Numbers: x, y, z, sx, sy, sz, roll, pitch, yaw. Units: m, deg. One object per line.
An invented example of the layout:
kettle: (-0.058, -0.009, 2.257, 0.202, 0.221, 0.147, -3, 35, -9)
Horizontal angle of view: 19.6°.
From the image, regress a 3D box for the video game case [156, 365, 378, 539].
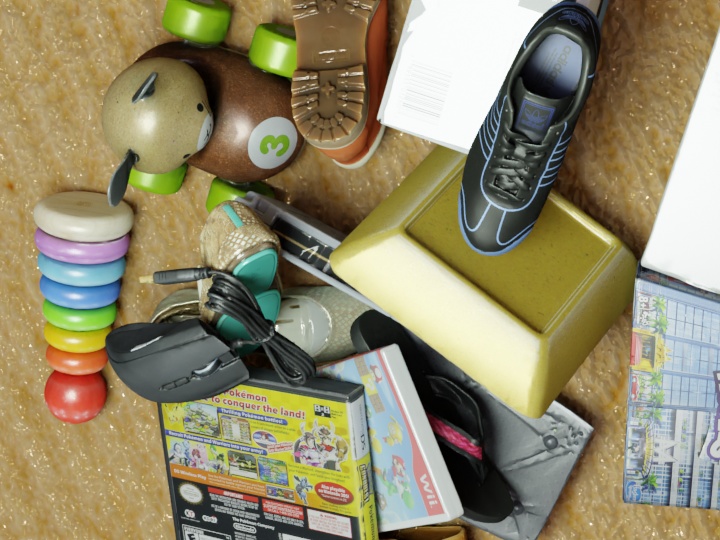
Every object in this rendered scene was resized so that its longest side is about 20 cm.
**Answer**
video game case: (-0.076, 0.165, 1.705, 0.200, 0.025, 0.181, 8, 114, 33)

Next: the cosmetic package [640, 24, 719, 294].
cosmetic package: (0.294, -0.085, 1.592, 0.102, 0.074, 0.200, 22, 109, 13)

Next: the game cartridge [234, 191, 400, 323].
game cartridge: (0.000, 0.000, 1.669, 0.200, 0.133, 0.041, 29, 97, 18)

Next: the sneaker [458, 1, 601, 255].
sneaker: (0.117, -0.098, 1.502, 0.070, 0.078, 0.200, 21, 107, 6)

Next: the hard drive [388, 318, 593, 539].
hard drive: (0.082, 0.128, 1.721, 0.200, 0.042, 0.135, 28, 109, 11)

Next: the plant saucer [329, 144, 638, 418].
plant saucer: (0.108, -0.012, 1.599, 0.200, 0.200, 0.048, 37, 137, 7)

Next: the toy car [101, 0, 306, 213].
toy car: (-0.140, -0.117, 1.654, 0.158, 0.200, 0.164, 21, 108, 12)

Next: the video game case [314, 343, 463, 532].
video game case: (0.000, 0.142, 1.683, 0.200, 0.017, 0.143, -21, 90, 58)

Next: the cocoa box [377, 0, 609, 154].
cocoa box: (0.114, -0.194, 1.591, 0.133, 0.131, 0.200, 19, 107, 10)

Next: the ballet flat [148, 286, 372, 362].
ballet flat: (-0.083, 0.050, 1.747, 0.200, 0.062, 0.068, -2, 103, 18)

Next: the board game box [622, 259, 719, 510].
board game box: (0.308, 0.100, 1.622, 0.200, 0.062, 0.200, 4, 106, 9)

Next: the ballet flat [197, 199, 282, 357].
ballet flat: (-0.098, 0.003, 1.639, 0.070, 0.200, 0.065, -23, 69, -20)

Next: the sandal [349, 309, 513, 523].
sandal: (0.062, 0.113, 1.660, 0.045, 0.075, 0.200, -34, 86, 32)

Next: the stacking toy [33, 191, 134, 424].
stacking toy: (-0.244, 0.037, 1.791, 0.085, 0.085, 0.200, 13, 110, 15)

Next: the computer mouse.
computer mouse: (-0.144, 0.056, 1.618, 0.200, 0.046, 0.140, -3, 138, 37)

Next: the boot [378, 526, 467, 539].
boot: (0.009, 0.290, 1.765, 0.201, 0.071, 0.144, -15, 101, 10)

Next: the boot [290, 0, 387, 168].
boot: (-0.011, -0.181, 1.668, 0.075, 0.107, 0.200, 3, 75, 16)
